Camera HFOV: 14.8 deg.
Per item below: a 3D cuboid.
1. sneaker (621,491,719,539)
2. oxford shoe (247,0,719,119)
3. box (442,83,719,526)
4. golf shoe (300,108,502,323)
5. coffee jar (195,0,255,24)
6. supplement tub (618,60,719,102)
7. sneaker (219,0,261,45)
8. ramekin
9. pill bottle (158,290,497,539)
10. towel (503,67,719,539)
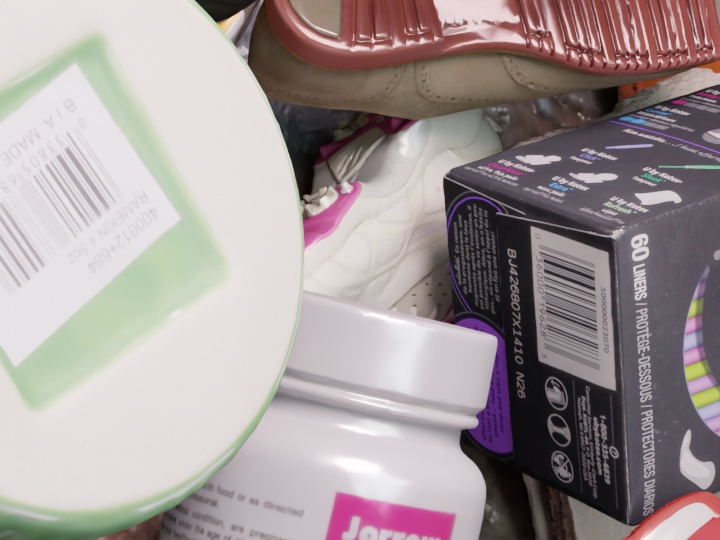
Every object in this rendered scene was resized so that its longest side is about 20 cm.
[{"bbox_3d":[0.106,0.183,0.983,0.115,0.078,0.200,32,74,20],"label":"sneaker"},{"bbox_3d":[0.050,-0.096,1.071,0.199,0.075,0.071,1,65,-20],"label":"oxford shoe"},{"bbox_3d":[0.144,0.003,1.080,0.200,0.106,0.123,-19,115,-32],"label":"box"},{"bbox_3d":[0.000,0.000,1.091,0.200,0.075,0.092,-43,110,-35],"label":"golf shoe"},{"bbox_3d":[-0.102,-0.120,0.951,0.085,0.200,0.105,11,74,-36],"label":"coffee jar"},{"bbox_3d":[0.215,-0.101,1.251,0.200,0.122,0.123,-30,99,-39],"label":"supplement tub"},{"bbox_3d":[-0.052,-0.159,1.086,0.077,0.078,0.200,28,51,-2],"label":"sneaker"},{"bbox_3d":[-0.112,-0.007,0.824,0.200,0.098,0.201,9,75,-37],"label":"ramekin"},{"bbox_3d":[-0.019,0.110,0.990,0.113,0.113,0.201,12,91,-36],"label":"pill bottle"},{"bbox_3d":[0.114,0.024,1.165,0.132,0.034,0.201,-25,117,-40],"label":"towel"}]
